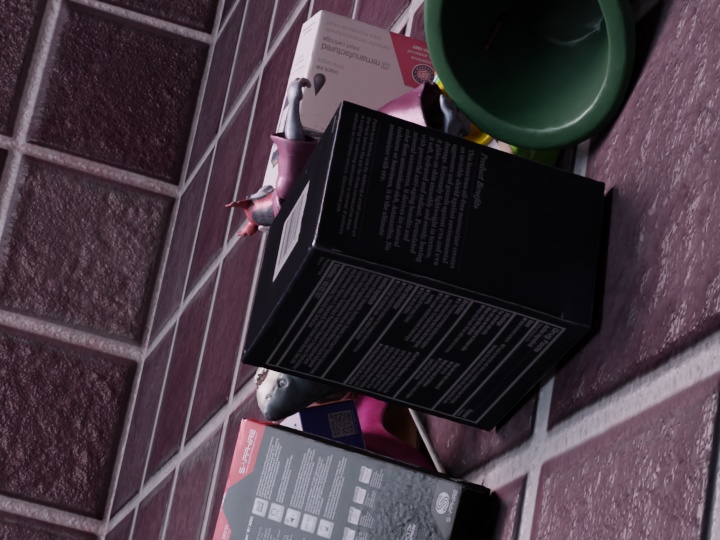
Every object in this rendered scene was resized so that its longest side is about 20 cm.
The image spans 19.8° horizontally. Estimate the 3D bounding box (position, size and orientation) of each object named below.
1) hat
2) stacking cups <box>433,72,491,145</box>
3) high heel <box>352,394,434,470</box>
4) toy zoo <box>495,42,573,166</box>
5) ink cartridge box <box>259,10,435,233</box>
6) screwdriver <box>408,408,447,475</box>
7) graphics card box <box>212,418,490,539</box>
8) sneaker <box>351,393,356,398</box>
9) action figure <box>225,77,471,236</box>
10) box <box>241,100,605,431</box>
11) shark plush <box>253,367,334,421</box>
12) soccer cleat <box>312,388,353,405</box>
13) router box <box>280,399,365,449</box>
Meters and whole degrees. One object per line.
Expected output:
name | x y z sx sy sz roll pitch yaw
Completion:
hat | 0.154 -0.212 1.495 0.176 0.164 0.202 -42 -38 -50
stacking cups | 0.084 -0.159 1.724 0.200 0.060 0.061 -85 14 -68
high heel | 0.040 0.137 1.670 0.096 0.068 0.200 -37 16 -15
toy zoo | 0.153 -0.174 1.570 0.131 0.020 0.202 -108 35 -69
ink cartridge box | -0.003 -0.120 1.909 0.084 0.143 0.202 168 116 -76
screwdriver | 0.037 0.103 1.522 0.028 0.029 0.201 -33 69 28
graphics card box | -0.012 0.193 1.512 0.051 0.199 0.127 18 -95 -57
sneaker | -0.024 0.143 1.861 0.108 0.070 0.202 -41 29 60
action figure | -0.005 -0.062 1.552 0.134 0.199 0.150 49 -162 -55
box | 0.042 0.002 1.441 0.200 0.197 0.124 126 158 -59
shark plush | 0.013 0.059 1.584 0.084 0.198 0.091 -110 13 -46
soccer cleat | -0.002 0.050 1.777 0.201 0.068 0.073 -56 -5 -31
router box | -0.031 0.223 1.644 0.179 0.048 0.202 137 122 -66
